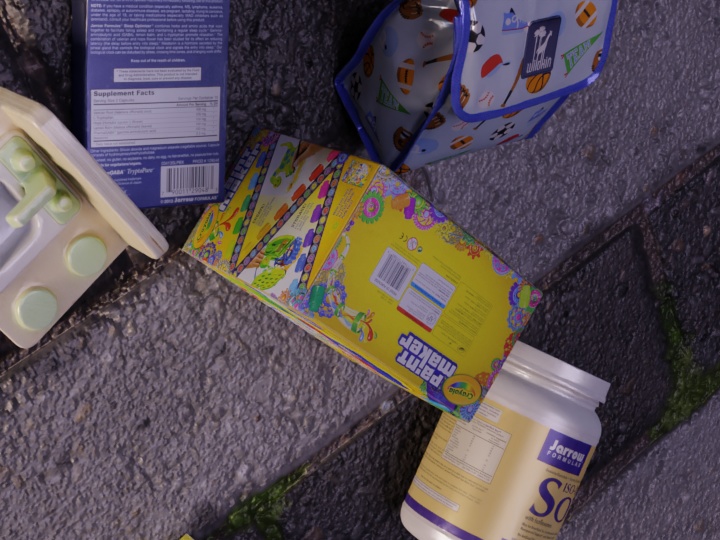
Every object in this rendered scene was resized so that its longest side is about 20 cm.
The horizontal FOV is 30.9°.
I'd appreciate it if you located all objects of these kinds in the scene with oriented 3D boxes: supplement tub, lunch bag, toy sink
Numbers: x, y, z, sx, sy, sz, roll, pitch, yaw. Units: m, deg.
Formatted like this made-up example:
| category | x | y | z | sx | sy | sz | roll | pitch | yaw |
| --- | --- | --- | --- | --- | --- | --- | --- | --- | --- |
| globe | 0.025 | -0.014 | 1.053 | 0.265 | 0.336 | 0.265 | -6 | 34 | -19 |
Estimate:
| category | x | y | z | sx | sy | sz | roll | pitch | yaw |
| --- | --- | --- | --- | --- | --- | --- | --- | --- | --- |
| supplement tub | 0.137 | 0.171 | 1.211 | 0.144 | 0.145 | 0.202 | 24 | 90 | -36 |
| lunch bag | 0.099 | -0.173 | 1.041 | 0.169 | 0.200 | 0.125 | -18 | 72 | -31 |
| toy sink | -0.238 | -0.038 | 0.863 | 0.112 | 0.199 | 0.131 | -48 | 125 | -13 |

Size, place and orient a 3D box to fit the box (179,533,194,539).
| category | x | y | z | sx | sy | sz | roll | pitch | yaw |
| --- | --- | --- | --- | --- | --- | --- | --- | --- | --- |
| box | -0.195 | 0.318 | 1.088 | 0.200 | 0.050 | 0.076 | -41 | 122 | -17 |

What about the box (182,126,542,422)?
| category | x | y | z | sx | sy | sz | roll | pitch | yaw |
| --- | --- | --- | --- | --- | --- | --- | --- | --- | --- |
| box | 0.000 | 0.000 | 1.039 | 0.199 | 0.192 | 0.123 | 35 | 83 | -35 |

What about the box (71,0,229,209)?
| category | x | y | z | sx | sy | sz | roll | pitch | yaw |
| --- | --- | --- | --- | --- | --- | --- | --- | --- | --- |
| box | -0.158 | -0.149 | 0.987 | 0.120 | 0.032 | 0.203 | -6 | 108 | -33 |
